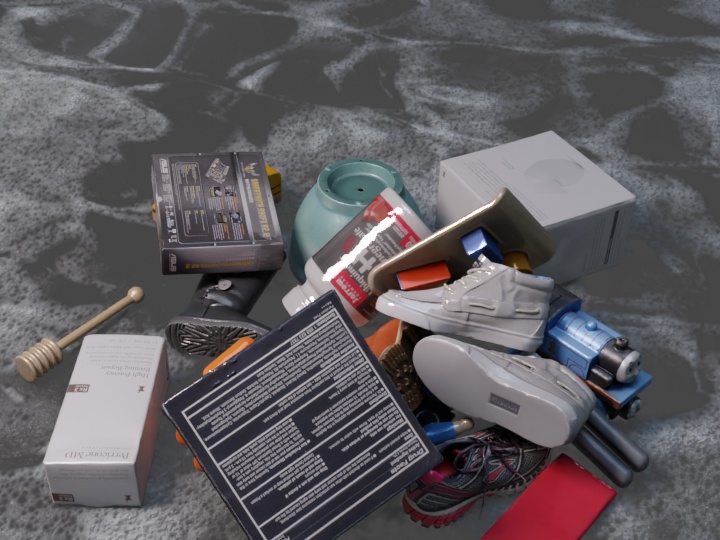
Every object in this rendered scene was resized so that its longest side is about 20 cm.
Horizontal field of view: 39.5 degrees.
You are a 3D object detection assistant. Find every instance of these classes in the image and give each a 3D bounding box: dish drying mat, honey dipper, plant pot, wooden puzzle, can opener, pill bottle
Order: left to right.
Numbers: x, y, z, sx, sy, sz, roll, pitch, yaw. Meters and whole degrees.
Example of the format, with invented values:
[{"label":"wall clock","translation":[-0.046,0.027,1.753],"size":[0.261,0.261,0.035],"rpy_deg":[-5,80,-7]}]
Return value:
[{"label":"honey dipper","translation":[-0.350,0.072,1.279],"size":[0.038,0.038,0.200],"rpy_deg":[23,42,25]},{"label":"plant pot","translation":[-0.002,-0.070,1.394],"size":[0.199,0.135,0.201],"rpy_deg":[1,38,-1]},{"label":"pill bottle","translation":[0.000,0.000,1.268],"size":[0.200,0.111,0.111],"rpy_deg":[-43,46,3]},{"label":"wooden puzzle","translation":[0.132,0.001,1.221],"size":[0.199,0.185,0.046],"rpy_deg":[-34,56,15]},{"label":"dish drying mat","translation":[0.190,0.273,1.060],"size":[0.077,0.018,0.200],"rpy_deg":[34,47,24]},{"label":"can opener","translation":[0.245,0.169,1.163],"size":[0.053,0.067,0.200],"rpy_deg":[-41,60,-12]}]

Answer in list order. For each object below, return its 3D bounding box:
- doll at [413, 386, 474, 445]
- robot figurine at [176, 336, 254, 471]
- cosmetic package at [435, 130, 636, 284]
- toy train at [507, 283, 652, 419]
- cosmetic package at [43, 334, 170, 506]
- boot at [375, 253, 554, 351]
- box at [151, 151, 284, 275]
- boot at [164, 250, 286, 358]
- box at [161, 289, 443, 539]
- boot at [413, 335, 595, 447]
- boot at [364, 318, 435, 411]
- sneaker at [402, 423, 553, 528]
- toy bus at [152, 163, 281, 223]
[{"label":"doll","translation":[0.078,0.165,1.163],"size":[0.136,0.049,0.200],"rpy_deg":[11,38,41]},{"label":"robot figurine","translation":[-0.109,0.147,1.128],"size":[0.199,0.117,0.144],"rpy_deg":[-23,19,-31]},{"label":"cosmetic package","translation":[0.241,-0.081,1.427],"size":[0.199,0.124,0.200],"rpy_deg":[-16,42,-23]},{"label":"toy train","translation":[0.255,0.098,1.208],"size":[0.086,0.115,0.200],"rpy_deg":[-29,47,-32]},{"label":"cosmetic package","translation":[-0.281,0.165,1.136],"size":[0.101,0.074,0.201],"rpy_deg":[0,37,-1]},{"label":"boot","translation":[0.123,0.025,1.160],"size":[0.199,0.096,0.074],"rpy_deg":[13,7,-6]},{"label":"box","translation":[-0.196,-0.081,1.352],"size":[0.157,0.049,0.201],"rpy_deg":[-3,45,-15]},{"label":"boot","translation":[-0.141,0.038,1.316],"size":[0.164,0.066,0.200],"rpy_deg":[13,35,11]},{"label":"box","translation":[-0.060,0.159,0.999],"size":[0.199,0.123,0.199],"rpy_deg":[-33,89,-10]},{"label":"boot","translation":[0.162,0.124,1.120],"size":[0.199,0.074,0.095],"rpy_deg":[29,27,22]},{"label":"boot","translation":[0.019,0.121,1.174],"size":[0.107,0.075,0.200],"rpy_deg":[-21,14,21]},{"label":"sneaker","translation":[0.137,0.208,1.096],"size":[0.199,0.075,0.081],"rpy_deg":[-24,45,-30]},{"label":"toy bus","translation":[-0.207,-0.099,1.466],"size":[0.065,0.079,0.200],"rpy_deg":[31,46,29]}]
